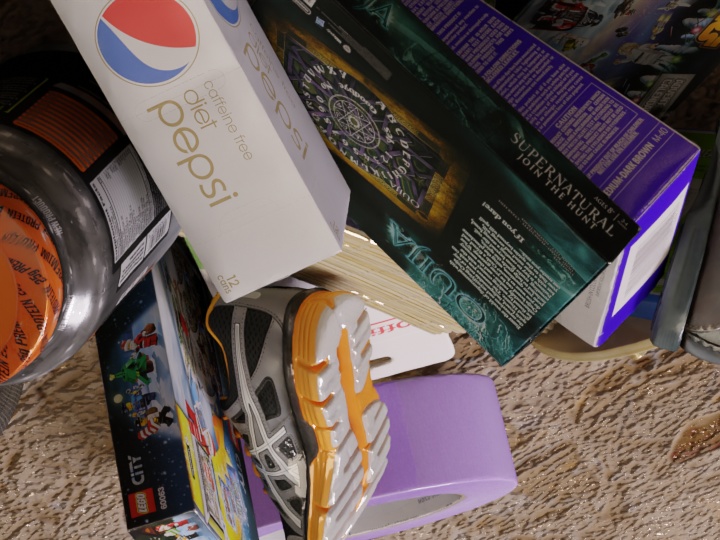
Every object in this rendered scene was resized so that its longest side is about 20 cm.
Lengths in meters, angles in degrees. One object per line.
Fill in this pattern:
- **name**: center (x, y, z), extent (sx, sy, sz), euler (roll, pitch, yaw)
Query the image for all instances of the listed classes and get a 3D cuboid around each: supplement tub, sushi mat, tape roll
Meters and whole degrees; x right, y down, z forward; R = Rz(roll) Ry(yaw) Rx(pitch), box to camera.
- **supplement tub**: center (-0.156, -0.024, 1.336), extent (0.122, 0.123, 0.200), euler (-28, -170, 21)
- **sushi mat**: center (0.000, 0.000, 1.469), extent (0.199, 0.012, 0.095), euler (22, 163, -40)
- **tape roll**: center (-0.011, 0.118, 1.716), extent (0.199, 0.066, 0.200), euler (-13, 168, -3)

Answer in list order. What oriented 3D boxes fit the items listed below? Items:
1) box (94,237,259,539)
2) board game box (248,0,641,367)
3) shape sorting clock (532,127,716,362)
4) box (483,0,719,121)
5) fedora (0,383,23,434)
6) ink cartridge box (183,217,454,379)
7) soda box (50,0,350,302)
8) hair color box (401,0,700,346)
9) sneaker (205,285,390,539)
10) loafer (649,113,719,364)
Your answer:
- **box**: center (-0.098, 0.068, 1.522), extent (0.037, 0.201, 0.137), euler (-17, 149, 7)
- **board game box**: center (0.024, -0.054, 1.345), extent (0.028, 0.200, 0.135), euler (-45, 178, -29)
- **shape sorting clock**: center (0.171, -0.018, 1.529), extent (0.199, 0.200, 0.039), euler (-28, 115, 21)
- **box**: center (0.126, -0.129, 1.460), extent (0.136, 0.040, 0.200), euler (6, 143, -33)
- **fedora**: center (-0.261, 0.020, 1.480), extent (0.176, 0.091, 0.200), euler (-17, 143, 0)
- **ink cartridge box**: center (-0.022, -0.012, 1.556), extent (0.116, 0.068, 0.200), euler (-15, 149, 3)
- **soda box**: center (-0.077, -0.091, 1.307), extent (0.063, 0.068, 0.201), euler (-24, 113, 14)
- **hair color box**: center (0.056, -0.064, 1.388), extent (0.065, 0.200, 0.110), euler (-44, 160, -27)
- **sneaker**: center (-0.034, 0.078, 1.544), extent (0.077, 0.078, 0.201), euler (15, 135, 19)
- **loafer**: center (0.198, -0.051, 1.415), extent (0.063, 0.201, 0.072), euler (19, -178, 7)
